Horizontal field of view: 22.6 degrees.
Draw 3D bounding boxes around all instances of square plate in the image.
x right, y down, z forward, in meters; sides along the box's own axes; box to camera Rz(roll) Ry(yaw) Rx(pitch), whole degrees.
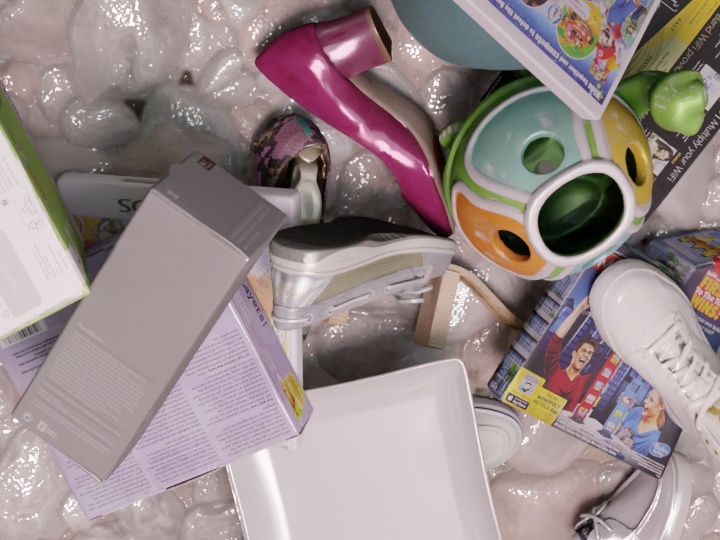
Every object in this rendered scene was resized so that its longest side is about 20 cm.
[{"bbox_3d":[0.004,0.177,1.381,0.198,0.028,0.200,-12,100,9],"label":"square plate"}]

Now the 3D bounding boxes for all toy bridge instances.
[{"bbox_3d":[0.061,0.028,1.412,0.199,0.027,0.068,14,86,-28],"label":"toy bridge"}]

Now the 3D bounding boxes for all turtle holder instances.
[{"bbox_3d":[0.156,-0.067,1.288,0.184,0.132,0.142,-10,113,-8],"label":"turtle holder"}]

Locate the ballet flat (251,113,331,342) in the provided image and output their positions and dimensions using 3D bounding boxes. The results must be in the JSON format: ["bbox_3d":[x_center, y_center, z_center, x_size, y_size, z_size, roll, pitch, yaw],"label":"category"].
[{"bbox_3d":[-0.056,-0.015,1.350,0.069,0.071,0.202,1,110,-18],"label":"ballet flat"}]

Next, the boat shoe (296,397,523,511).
[{"bbox_3d":[0.041,0.156,1.433,0.200,0.086,0.075,-8,113,-12],"label":"boat shoe"}]

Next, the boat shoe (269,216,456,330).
[{"bbox_3d":[0.001,0.000,1.307,0.201,0.074,0.065,-11,113,-59],"label":"boat shoe"}]

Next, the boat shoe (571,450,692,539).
[{"bbox_3d":[0.208,0.234,1.523,0.068,0.072,0.201,19,114,-25],"label":"boat shoe"}]

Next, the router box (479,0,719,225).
[{"bbox_3d":[0.213,-0.159,1.375,0.157,0.052,0.200,34,100,-23],"label":"router box"}]

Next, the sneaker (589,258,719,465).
[{"bbox_3d":[0.256,0.078,1.365,0.074,0.116,0.200,-44,126,-1],"label":"sneaker"}]

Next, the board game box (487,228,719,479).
[{"bbox_3d":[0.215,0.041,1.433,0.199,0.062,0.201,28,97,-37],"label":"board game box"}]

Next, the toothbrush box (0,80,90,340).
[{"bbox_3d":[-0.250,-0.048,1.202,0.086,0.200,0.146,-27,105,-2],"label":"toothbrush box"}]

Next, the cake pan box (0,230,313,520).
[{"bbox_3d":[-0.160,0.068,1.311,0.199,0.052,0.185,-24,101,19],"label":"cake pan box"}]

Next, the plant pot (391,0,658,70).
[{"bbox_3d":[0.095,-0.220,1.265,0.199,0.201,0.135,32,134,-23],"label":"plant pot"}]

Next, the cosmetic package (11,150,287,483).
[{"bbox_3d":[-0.141,0.029,1.211,0.090,0.107,0.200,37,114,-1],"label":"cosmetic package"}]

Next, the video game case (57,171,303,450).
[{"bbox_3d":[-0.132,0.031,1.332,0.180,0.023,0.202,5,112,12],"label":"video game case"}]

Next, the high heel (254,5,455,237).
[{"bbox_3d":[0.002,-0.100,1.349,0.095,0.068,0.201,-19,115,14],"label":"high heel"}]

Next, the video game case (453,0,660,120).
[{"bbox_3d":[0.149,-0.219,1.153,0.143,0.018,0.201,37,75,-34],"label":"video game case"}]
